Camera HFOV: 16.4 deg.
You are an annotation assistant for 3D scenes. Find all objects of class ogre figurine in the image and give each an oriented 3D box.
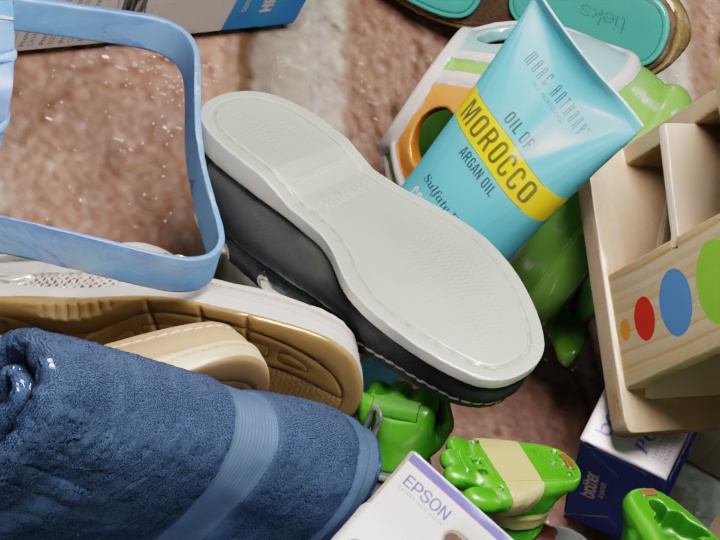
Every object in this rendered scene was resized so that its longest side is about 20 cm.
[{"bbox_3d":[0.076,0.137,1.023,0.199,0.120,0.098,17,31,-10],"label":"ogre figurine"}]

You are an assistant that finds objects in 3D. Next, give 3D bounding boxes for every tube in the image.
[{"bbox_3d":[0.042,-0.023,1.077,0.050,0.200,0.078,-12,58,-51],"label":"tube"}]

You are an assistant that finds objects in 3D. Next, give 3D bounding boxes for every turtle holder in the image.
[{"bbox_3d":[0.088,-0.059,1.171,0.131,0.141,0.186,34,49,1],"label":"turtle holder"}]

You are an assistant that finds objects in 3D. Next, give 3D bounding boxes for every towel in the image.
[{"bbox_3d":[-0.082,0.082,0.931,0.200,0.112,0.049,20,34,-49],"label":"towel"}]

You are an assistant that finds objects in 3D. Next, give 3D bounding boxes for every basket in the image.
[{"bbox_3d":[-0.156,-0.066,1.005,0.199,0.140,0.177,8,34,-13],"label":"basket"}]

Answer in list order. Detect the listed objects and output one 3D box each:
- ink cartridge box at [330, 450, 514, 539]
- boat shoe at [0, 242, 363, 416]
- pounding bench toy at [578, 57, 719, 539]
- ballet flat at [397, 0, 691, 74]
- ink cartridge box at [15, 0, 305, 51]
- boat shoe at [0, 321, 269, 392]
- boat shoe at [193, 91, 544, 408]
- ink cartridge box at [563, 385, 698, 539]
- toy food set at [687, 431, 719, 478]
[{"bbox_3d":[-0.010,0.176,0.956,0.099,0.039,0.200,42,80,7],"label":"ink cartridge box"},{"bbox_3d":[-0.088,0.019,1.027,0.199,0.071,0.069,7,36,16],"label":"boat shoe"},{"bbox_3d":[0.186,0.024,1.003,0.124,0.156,0.201,-2,78,-22],"label":"pounding bench toy"},{"bbox_3d":[0.078,-0.151,1.274,0.199,0.068,0.072,21,12,16],"label":"ballet flat"},{"bbox_3d":[-0.128,-0.189,1.190,0.199,0.084,0.146,-9,62,-33],"label":"ink cartridge box"},{"bbox_3d":[-0.135,0.054,0.969,0.199,0.071,0.065,-18,56,1],"label":"boat shoe"},{"bbox_3d":[0.000,0.000,1.043,0.075,0.061,0.200,-15,45,-33],"label":"boat shoe"},{"bbox_3d":[0.155,0.019,1.134,0.044,0.094,0.200,25,67,11],"label":"ink cartridge box"},{"bbox_3d":[0.245,0.040,1.243,0.143,0.060,0.200,29,57,-6],"label":"toy food set"}]
